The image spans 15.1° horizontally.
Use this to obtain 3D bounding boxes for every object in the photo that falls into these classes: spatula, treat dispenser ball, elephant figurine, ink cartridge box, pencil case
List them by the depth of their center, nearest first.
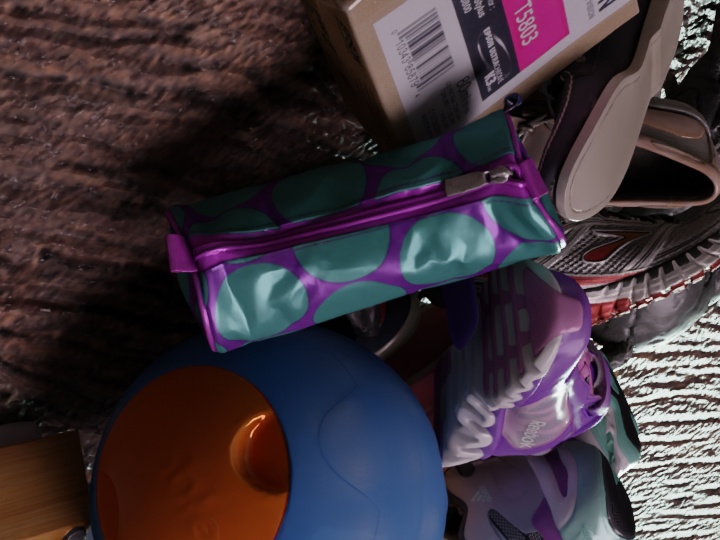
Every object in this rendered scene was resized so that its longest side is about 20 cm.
[{"bbox_3d":[0.001,-0.022,1.419,0.199,0.085,0.092,-17,167,0],"label":"pencil case"},{"bbox_3d":[0.055,-0.157,1.421,0.165,0.075,0.200,-36,154,-5],"label":"ink cartridge box"},{"bbox_3d":[0.062,-0.051,1.510,0.020,0.201,0.057,12,153,-8],"label":"spatula"},{"bbox_3d":[-0.051,0.128,1.520,0.200,0.201,0.201,-32,153,-18],"label":"treat dispenser ball"},{"bbox_3d":[0.196,-0.054,1.720,0.141,0.155,0.200,-13,147,-29],"label":"elephant figurine"}]

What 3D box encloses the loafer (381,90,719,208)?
[{"bbox_3d":[0.114,-0.067,1.570,0.199,0.063,0.072,0,123,-14],"label":"loafer"}]

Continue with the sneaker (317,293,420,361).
[{"bbox_3d":[-0.056,0.062,1.634,0.200,0.075,0.085,-47,149,0],"label":"sneaker"}]

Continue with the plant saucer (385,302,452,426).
[{"bbox_3d":[0.039,0.071,1.701,0.200,0.051,0.201,-33,-168,8],"label":"plant saucer"}]

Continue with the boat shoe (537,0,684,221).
[{"bbox_3d":[0.128,-0.101,1.533,0.073,0.062,0.200,85,25,-43],"label":"boat shoe"}]

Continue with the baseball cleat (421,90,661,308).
[{"bbox_3d":[0.091,-0.068,1.645,0.200,0.070,0.106,-49,140,6],"label":"baseball cleat"}]

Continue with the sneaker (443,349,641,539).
[{"bbox_3d":[0.092,0.120,1.632,0.139,0.078,0.200,-20,-163,16],"label":"sneaker"}]

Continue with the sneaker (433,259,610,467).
[{"bbox_3d":[0.101,0.054,1.500,0.088,0.081,0.200,7,157,-10],"label":"sneaker"}]

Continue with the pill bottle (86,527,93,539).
[{"bbox_3d":[-0.181,0.241,1.690,0.114,0.114,0.200,-9,140,-48],"label":"pill bottle"}]

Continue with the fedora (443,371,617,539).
[{"bbox_3d":[0.083,0.111,1.796,0.201,0.082,0.201,-47,178,-2],"label":"fedora"}]

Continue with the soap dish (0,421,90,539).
[{"bbox_3d":[-0.252,0.172,1.519,0.200,0.081,0.158,-12,143,-44],"label":"soap dish"}]

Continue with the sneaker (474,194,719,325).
[{"bbox_3d":[0.143,-0.013,1.608,0.199,0.082,0.078,-21,178,-15],"label":"sneaker"}]

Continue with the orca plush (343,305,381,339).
[{"bbox_3d":[0.000,0.000,1.553,0.200,0.105,0.071,-27,126,-59],"label":"orca plush"}]
